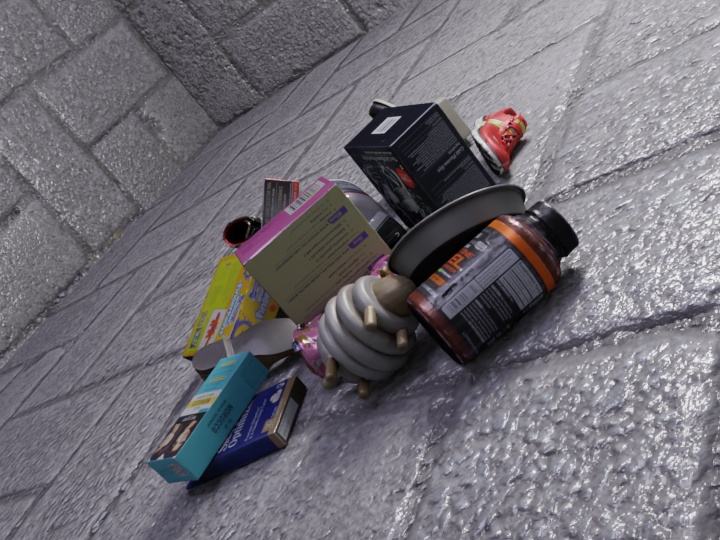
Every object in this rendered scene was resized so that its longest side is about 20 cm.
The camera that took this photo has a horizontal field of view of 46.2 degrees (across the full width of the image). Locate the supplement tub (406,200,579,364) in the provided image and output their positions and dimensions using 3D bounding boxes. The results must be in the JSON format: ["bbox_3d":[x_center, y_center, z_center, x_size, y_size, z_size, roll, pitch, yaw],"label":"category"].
[{"bbox_3d":[0.158,0.009,0.985,0.200,0.107,0.107,-41,20,-4],"label":"supplement tub"}]

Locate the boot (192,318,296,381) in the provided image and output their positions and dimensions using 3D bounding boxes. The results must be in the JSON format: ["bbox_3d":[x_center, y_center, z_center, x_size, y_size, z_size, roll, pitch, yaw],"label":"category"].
[{"bbox_3d":[-0.162,0.135,1.350,0.199,0.076,0.074,-18,41,3],"label":"boot"}]

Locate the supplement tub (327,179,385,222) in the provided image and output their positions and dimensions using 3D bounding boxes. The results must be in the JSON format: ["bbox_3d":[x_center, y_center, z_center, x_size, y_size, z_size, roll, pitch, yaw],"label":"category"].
[{"bbox_3d":[-0.034,-0.081,1.463,0.140,0.140,0.200,-40,20,1],"label":"supplement tub"}]

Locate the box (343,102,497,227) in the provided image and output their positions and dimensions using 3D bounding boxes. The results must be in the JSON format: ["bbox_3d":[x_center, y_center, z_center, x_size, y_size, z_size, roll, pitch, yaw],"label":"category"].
[{"bbox_3d":[0.095,-0.161,1.342,0.104,0.182,0.200,-45,20,-10],"label":"box"}]

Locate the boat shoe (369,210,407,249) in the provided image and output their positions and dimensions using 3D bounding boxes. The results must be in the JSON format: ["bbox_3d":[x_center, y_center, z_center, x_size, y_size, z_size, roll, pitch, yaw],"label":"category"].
[{"bbox_3d":[0.000,0.000,1.341,0.200,0.057,0.069,-56,-13,2],"label":"boat shoe"}]

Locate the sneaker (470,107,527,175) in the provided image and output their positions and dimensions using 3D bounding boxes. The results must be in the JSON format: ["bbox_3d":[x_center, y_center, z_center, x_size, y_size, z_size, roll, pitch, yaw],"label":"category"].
[{"bbox_3d":[0.234,-0.226,1.394,0.085,0.077,0.200,-27,24,19],"label":"sneaker"}]

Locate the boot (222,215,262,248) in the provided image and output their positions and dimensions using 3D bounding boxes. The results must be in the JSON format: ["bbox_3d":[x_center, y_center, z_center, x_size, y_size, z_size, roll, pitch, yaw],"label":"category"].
[{"bbox_3d":[-0.152,-0.080,1.643,0.203,0.074,0.154,-17,-11,31],"label":"boot"}]

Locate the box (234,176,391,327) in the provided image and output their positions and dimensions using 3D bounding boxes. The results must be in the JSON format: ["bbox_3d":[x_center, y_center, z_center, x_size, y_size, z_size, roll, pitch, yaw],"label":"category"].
[{"bbox_3d":[-0.051,-0.004,1.246,0.176,0.200,0.097,-42,20,-3],"label":"box"}]

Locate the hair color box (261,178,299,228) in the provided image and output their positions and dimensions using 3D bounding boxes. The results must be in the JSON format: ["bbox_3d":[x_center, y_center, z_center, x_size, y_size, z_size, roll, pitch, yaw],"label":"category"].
[{"bbox_3d":[-0.143,-0.096,1.483,0.064,0.111,0.200,4,1,-5],"label":"hair color box"}]

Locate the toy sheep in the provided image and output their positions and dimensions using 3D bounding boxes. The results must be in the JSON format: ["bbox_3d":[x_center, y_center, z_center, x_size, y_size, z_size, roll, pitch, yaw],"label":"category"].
[{"bbox_3d":[0.005,0.083,1.073,0.200,0.138,0.138,-49,15,25],"label":"toy sheep"}]

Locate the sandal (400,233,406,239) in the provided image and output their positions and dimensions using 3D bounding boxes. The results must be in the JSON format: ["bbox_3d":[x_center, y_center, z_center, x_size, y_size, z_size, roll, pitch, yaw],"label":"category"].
[{"bbox_3d":[0.108,-0.035,1.246,0.080,0.058,0.201,-9,2,-3],"label":"sandal"}]

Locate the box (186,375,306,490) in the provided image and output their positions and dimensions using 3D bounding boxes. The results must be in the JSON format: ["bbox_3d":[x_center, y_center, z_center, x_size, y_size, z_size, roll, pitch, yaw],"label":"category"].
[{"bbox_3d":[-0.173,0.234,1.210,0.200,0.032,0.121,-31,22,27],"label":"box"}]

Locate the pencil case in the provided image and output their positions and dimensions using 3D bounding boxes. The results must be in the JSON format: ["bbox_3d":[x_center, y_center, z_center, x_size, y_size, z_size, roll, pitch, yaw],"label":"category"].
[{"bbox_3d":[-0.003,0.064,1.181,0.200,0.087,0.083,-39,23,-4],"label":"pencil case"}]

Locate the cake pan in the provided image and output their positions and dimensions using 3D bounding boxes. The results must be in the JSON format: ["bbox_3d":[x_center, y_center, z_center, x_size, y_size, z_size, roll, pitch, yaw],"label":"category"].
[{"bbox_3d":[0.130,-0.036,1.076,0.200,0.037,0.200,-24,-20,-9],"label":"cake pan"}]

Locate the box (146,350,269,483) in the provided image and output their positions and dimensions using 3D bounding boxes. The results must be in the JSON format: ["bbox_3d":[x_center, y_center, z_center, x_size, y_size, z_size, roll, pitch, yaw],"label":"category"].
[{"bbox_3d":[-0.218,0.210,1.220,0.082,0.049,0.200,-20,29,46],"label":"box"}]

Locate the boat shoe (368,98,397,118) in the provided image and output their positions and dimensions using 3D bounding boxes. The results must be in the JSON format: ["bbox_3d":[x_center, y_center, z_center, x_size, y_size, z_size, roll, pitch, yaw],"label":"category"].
[{"bbox_3d":[0.088,-0.228,1.499,0.063,0.201,0.074,-48,-10,-4],"label":"boat shoe"}]

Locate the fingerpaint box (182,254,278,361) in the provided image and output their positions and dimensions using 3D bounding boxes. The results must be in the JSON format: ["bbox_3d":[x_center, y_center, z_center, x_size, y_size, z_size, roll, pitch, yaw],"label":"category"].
[{"bbox_3d":[-0.214,0.071,1.483,0.167,0.073,0.200,-12,54,53],"label":"fingerpaint box"}]

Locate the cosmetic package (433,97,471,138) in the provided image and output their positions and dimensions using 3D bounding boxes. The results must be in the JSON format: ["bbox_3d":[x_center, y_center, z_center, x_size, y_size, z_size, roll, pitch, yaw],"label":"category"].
[{"bbox_3d":[0.101,-0.229,1.596,0.200,0.087,0.103,-40,9,3],"label":"cosmetic package"}]
